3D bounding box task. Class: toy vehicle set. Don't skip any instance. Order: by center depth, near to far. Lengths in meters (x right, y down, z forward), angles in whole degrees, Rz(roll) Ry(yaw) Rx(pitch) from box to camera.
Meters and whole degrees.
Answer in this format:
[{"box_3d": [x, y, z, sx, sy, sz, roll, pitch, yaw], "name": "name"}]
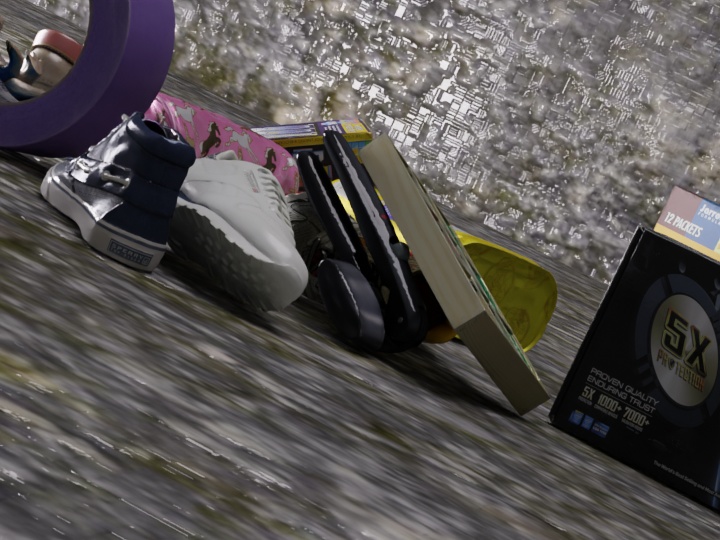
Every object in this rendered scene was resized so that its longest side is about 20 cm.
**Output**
[{"box_3d": [0.068, 0.002, 1.565, 0.124, 0.026, 0.200, 51, 8, -47], "name": "toy vehicle set"}]

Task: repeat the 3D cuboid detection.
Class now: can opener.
[{"box_3d": [0.001, -0.023, 1.548, 0.079, 0.063, 0.201, 43, 26, -51], "name": "can opener"}]

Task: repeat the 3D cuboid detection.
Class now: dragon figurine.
[{"box_3d": [-0.320, -0.157, 1.753, 0.200, 0.099, 0.059, 46, 9, 12], "name": "dragon figurine"}]

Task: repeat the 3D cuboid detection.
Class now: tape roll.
[{"box_3d": [-0.251, -0.191, 1.654, 0.199, 0.201, 0.085, 27, 5, 19], "name": "tape roll"}]

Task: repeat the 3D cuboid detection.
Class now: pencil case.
[{"box_3d": [-0.132, -0.091, 1.827, 0.083, 0.087, 0.200, 32, 8, 32], "name": "pencil case"}]

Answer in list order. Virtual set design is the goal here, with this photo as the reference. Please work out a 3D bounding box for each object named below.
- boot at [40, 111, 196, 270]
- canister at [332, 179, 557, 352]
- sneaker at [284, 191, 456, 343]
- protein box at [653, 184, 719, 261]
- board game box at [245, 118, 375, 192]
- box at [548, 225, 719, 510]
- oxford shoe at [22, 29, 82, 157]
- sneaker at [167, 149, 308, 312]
[{"box_3d": [-0.162, -0.068, 1.471, 0.073, 0.091, 0.200, 22, 7, -27], "name": "boot"}, {"box_3d": [0.059, -0.006, 1.892, 0.148, 0.087, 0.200, 20, 6, -41], "name": "canister"}, {"box_3d": [0.000, 0.000, 1.620, 0.199, 0.078, 0.082, 21, 8, -32], "name": "sneaker"}, {"box_3d": [0.383, 0.051, 2.170, 0.198, 0.201, 0.135, 20, 7, -40], "name": "protein box"}, {"box_3d": [-0.072, -0.108, 2.045, 0.164, 0.057, 0.200, -4, 8, -2], "name": "board game box"}, {"box_3d": [0.268, 0.083, 1.578, 0.200, 0.164, 0.086, 28, 6, 21], "name": "box"}, {"box_3d": [-0.225, -0.121, 1.861, 0.200, 0.075, 0.070, 41, -25, -23], "name": "oxford shoe"}, {"box_3d": [-0.081, -0.036, 1.477, 0.200, 0.080, 0.077, 37, -29, 53], "name": "sneaker"}]
